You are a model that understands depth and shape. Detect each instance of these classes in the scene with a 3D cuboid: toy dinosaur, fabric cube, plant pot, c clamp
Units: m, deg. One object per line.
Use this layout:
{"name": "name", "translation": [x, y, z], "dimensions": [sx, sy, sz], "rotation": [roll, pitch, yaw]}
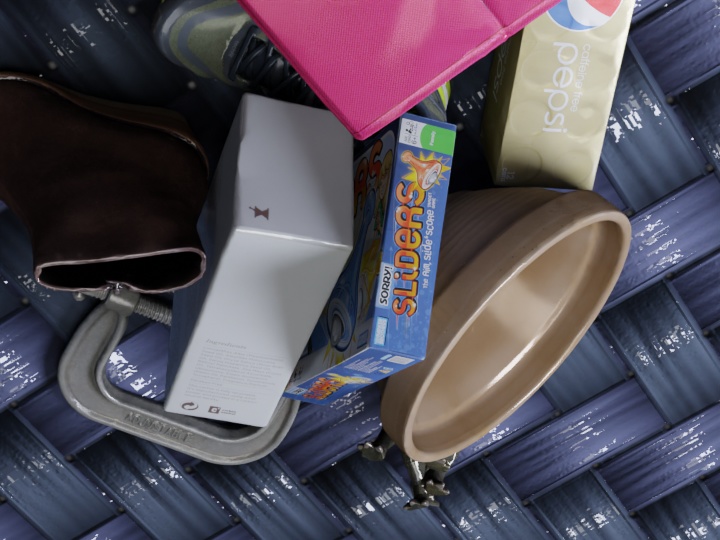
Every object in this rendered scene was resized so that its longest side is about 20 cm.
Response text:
{"name": "toy dinosaur", "translation": [0.047, 0.104, 1.115], "dimensions": [0.076, 0.103, 0.200], "rotation": [-2, 144, 28]}
{"name": "fabric cube", "translation": [0.007, -0.230, 0.821], "dimensions": [0.199, 0.197, 0.199], "rotation": [-34, 121, 16]}
{"name": "plant pot", "translation": [0.070, 0.016, 1.001], "dimensions": [0.200, 0.093, 0.201], "rotation": [-39, 155, -21]}
{"name": "c clamp", "translation": [-0.120, 0.058, 1.097], "dimensions": [0.199, 0.027, 0.171], "rotation": [28, 116, -22]}

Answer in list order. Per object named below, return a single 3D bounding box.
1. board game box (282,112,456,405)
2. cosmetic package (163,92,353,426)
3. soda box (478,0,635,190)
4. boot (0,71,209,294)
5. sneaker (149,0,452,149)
{"name": "board game box", "translation": [0.000, 0.000, 0.949], "dimensions": [0.034, 0.137, 0.200], "rotation": [12, 164, -14]}
{"name": "cosmetic package", "translation": [-0.064, -0.001, 0.961], "dimensions": [0.071, 0.102, 0.200], "rotation": [10, 143, -13]}
{"name": "soda box", "translation": [0.123, -0.150, 0.968], "dimensions": [0.067, 0.064, 0.201], "rotation": [3, 122, -9]}
{"name": "boot", "translation": [-0.188, -0.050, 0.933], "dimensions": [0.198, 0.167, 0.073], "rotation": [0, 124, -7]}
{"name": "sneaker", "translation": [-0.030, -0.120, 0.958], "dimensions": [0.198, 0.081, 0.074], "rotation": [16, 120, -17]}
